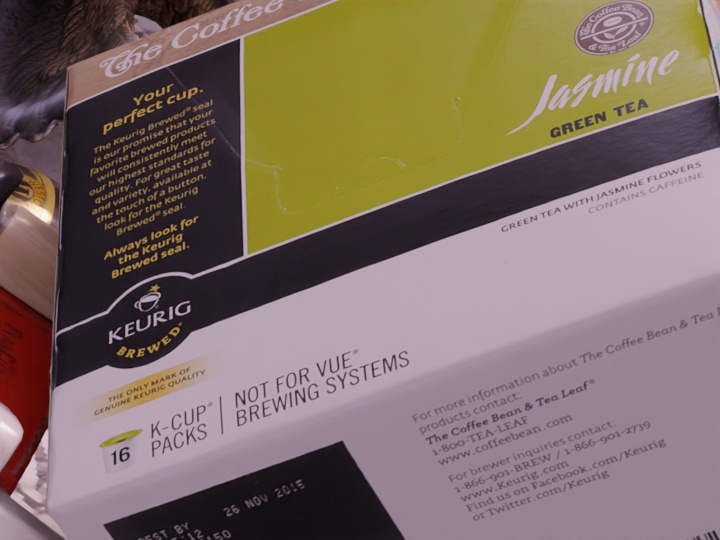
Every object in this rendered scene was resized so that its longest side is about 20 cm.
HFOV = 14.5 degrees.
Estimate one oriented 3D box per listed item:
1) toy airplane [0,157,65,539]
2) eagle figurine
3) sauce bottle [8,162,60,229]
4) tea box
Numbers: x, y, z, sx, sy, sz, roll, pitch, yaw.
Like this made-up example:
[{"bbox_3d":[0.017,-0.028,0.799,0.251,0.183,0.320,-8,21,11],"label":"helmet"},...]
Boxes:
[{"bbox_3d":[-0.134,0.065,0.837,0.199,0.141,0.200,15,32,-55],"label":"toy airplane"},{"bbox_3d":[-0.075,-0.101,1.033,0.151,0.151,0.200,51,27,-58],"label":"eagle figurine"},{"bbox_3d":[-0.138,-0.011,0.986,0.200,0.066,0.066,15,40,-21],"label":"sauce bottle"},{"bbox_3d":[0.028,0.009,0.810,0.197,0.200,0.134,-93,159,-48],"label":"tea box"}]
